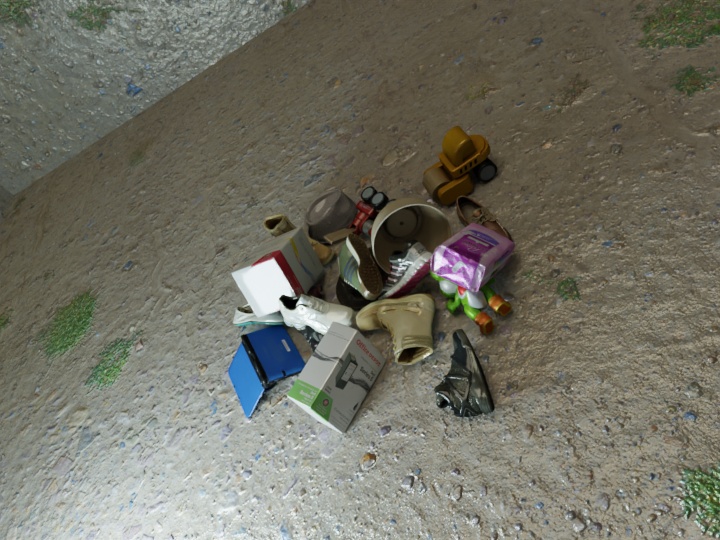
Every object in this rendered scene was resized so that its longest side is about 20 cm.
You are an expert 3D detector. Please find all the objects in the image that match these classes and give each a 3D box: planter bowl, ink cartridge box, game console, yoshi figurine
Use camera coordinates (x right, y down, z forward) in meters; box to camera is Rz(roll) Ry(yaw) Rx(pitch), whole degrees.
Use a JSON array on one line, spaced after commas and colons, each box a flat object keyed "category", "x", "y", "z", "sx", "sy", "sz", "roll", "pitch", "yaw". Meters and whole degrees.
[{"category": "planter bowl", "x": 0.114, "y": -0.099, "z": 1.481, "sx": 0.200, "sy": 0.200, "sz": 0.135, "roll": -34, "pitch": 30, "yaw": 7}, {"category": "ink cartridge box", "x": -0.217, "y": 0.001, "z": 1.598, "sx": 0.145, "sy": 0.145, "sz": 0.200, "roll": -19, "pitch": 20, "yaw": 26}, {"category": "game console", "x": -0.250, "y": 0.259, "z": 1.556, "sx": 0.170, "sy": 0.119, "sz": 0.200, "roll": -16, "pitch": 37, "yaw": -21}, {"category": "ink cartridge box", "x": -0.049, "y": 0.239, "z": 1.332, "sx": 0.084, "sy": 0.146, "sz": 0.200, "roll": 15, "pitch": 65, "yaw": 42}, {"category": "yoshi figurine", "x": 0.243, "y": 0.054, "z": 1.338, "sx": 0.112, "sy": 0.112, "sz": 0.200, "roll": -17, "pitch": 45, "yaw": -34}]

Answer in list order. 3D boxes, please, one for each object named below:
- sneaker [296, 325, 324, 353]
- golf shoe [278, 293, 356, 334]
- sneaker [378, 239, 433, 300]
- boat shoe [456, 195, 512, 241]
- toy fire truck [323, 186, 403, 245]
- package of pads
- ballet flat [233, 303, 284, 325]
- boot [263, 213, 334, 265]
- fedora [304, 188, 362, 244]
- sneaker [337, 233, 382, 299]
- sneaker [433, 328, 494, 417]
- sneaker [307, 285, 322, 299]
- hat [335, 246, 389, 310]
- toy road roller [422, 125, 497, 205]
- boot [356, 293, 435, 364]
[{"category": "sneaker", "x": -0.103, "y": 0.185, "z": 1.475, "sx": 0.200, "sy": 0.076, "sz": 0.088, "roll": 16, "pitch": 71, "yaw": 43}, {"category": "golf shoe", "x": -0.112, "y": 0.098, "z": 1.430, "sx": 0.199, "sy": 0.097, "sz": 0.078, "roll": -1, "pitch": 49, "yaw": 25}, {"category": "sneaker", "x": 0.097, "y": -0.001, "z": 1.416, "sx": 0.200, "sy": 0.074, "sz": 0.088, "roll": -50, "pitch": 62, "yaw": 40}, {"category": "boat shoe", "x": 0.292, "y": -0.117, "z": 1.446, "sx": 0.076, "sy": 0.072, "sz": 0.200, "roll": -40, "pitch": 45, "yaw": -1}, {"category": "toy fire truck", "x": 0.018, "y": -0.118, "z": 1.617, "sx": 0.200, "sy": 0.129, "sz": 0.176, "roll": -51, "pitch": 43, "yaw": -2}, {"category": "package of pads", "x": 0.251, "y": -0.034, "z": 1.313, "sx": 0.120, "sy": 0.076, "sz": 0.200, "roll": 26, "pitch": 31, "yaw": 24}, {"category": "ballet flat", "x": -0.286, "y": 0.120, "z": 1.651, "sx": 0.200, "sy": 0.069, "sz": 0.070, "roll": -6, "pitch": 51, "yaw": 40}, {"category": "boot", "x": -0.179, "y": -0.089, "z": 1.702, "sx": 0.200, "sy": 0.156, "sz": 0.073, "roll": 19, "pitch": 67, "yaw": 44}, {"category": "fedora", "x": -0.088, "y": -0.174, "z": 1.759, "sx": 0.200, "sy": 0.090, "sz": 0.177, "roll": -39, "pitch": 42, "yaw": 1}, {"category": "sneaker", "x": -0.008, "y": 0.009, "z": 1.462, "sx": 0.090, "sy": 0.067, "sz": 0.200, "roll": -54, "pitch": 41, "yaw": 36}, {"category": "sneaker", "x": 0.197, "y": 0.214, "z": 1.228, "sx": 0.114, "sy": 0.076, "sz": 0.200, "roll": -19, "pitch": 50, "yaw": 12}, {"category": "sneaker", "x": -0.108, "y": 0.085, "z": 1.566, "sx": 0.200, "sy": 0.076, "sz": 0.116, "roll": 5, "pitch": 45, "yaw": 30}, {"category": "hat", "x": 0.000, "y": 0.000, "z": 1.552, "sx": 0.200, "sy": 0.081, "sz": 0.201, "roll": -21, "pitch": 44, "yaw": 22}, {"category": "toy road roller", "x": 0.249, "y": -0.287, "z": 1.571, "sx": 0.200, "sy": 0.146, "sz": 0.123, "roll": -33, "pitch": 42, "yaw": 7}, {"category": "boot", "x": 0.077, "y": 0.144, "z": 1.369, "sx": 0.200, "sy": 0.073, "sz": 0.156, "roll": -13, "pitch": 47, "yaw": 21}]
